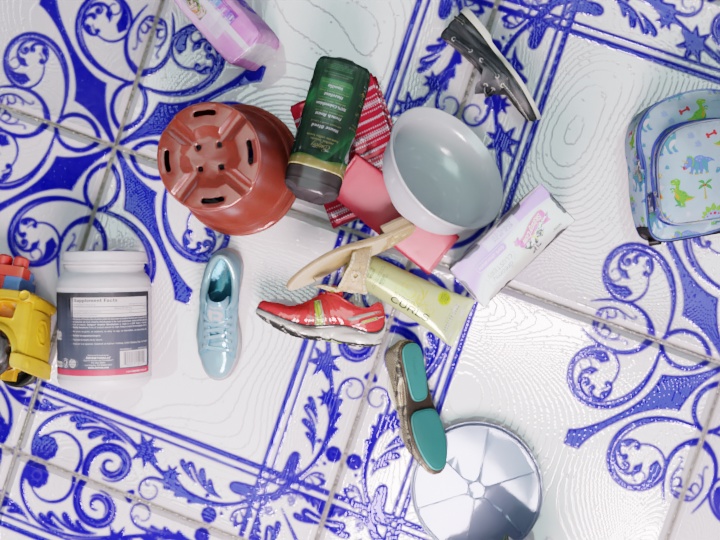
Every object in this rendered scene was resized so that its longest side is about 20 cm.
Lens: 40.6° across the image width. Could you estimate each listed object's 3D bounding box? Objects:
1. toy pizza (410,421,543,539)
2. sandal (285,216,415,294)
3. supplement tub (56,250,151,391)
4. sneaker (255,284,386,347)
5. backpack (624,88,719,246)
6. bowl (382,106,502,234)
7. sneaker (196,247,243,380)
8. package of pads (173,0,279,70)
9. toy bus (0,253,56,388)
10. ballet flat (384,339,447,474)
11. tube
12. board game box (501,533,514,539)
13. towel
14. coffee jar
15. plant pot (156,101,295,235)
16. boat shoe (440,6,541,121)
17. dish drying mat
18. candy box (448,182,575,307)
[{"bbox_3d":[0.173,0.326,1.455,0.197,0.032,0.204,0,91,7],"label":"toy pizza"},{"bbox_3d":[0.001,-0.002,1.393,0.210,0.078,0.070,-28,74,-17],"label":"sandal"},{"bbox_3d":[-0.381,0.073,1.450,0.138,0.140,0.203,0,90,5],"label":"supplement tub"},{"bbox_3d":[-0.058,0.063,1.463,0.197,0.077,0.086,10,80,-2],"label":"sneaker"},{"bbox_3d":[0.471,-0.150,1.368,0.180,0.147,0.203,-9,87,3],"label":"backpack"},{"bbox_3d":[0.103,-0.128,1.407,0.202,0.201,0.090,52,136,3],"label":"bowl"},{"bbox_3d":[-0.218,0.067,1.464,0.073,0.082,0.203,1,90,6],"label":"sneaker"},{"bbox_3d":[-0.214,-0.390,1.442,0.076,0.120,0.200,-43,87,9],"label":"package of pads"},{"bbox_3d":[-0.569,0.072,1.481,0.197,0.136,0.195,3,78,8],"label":"toy bus"},{"bbox_3d":[0.077,0.205,1.444,0.067,0.075,0.203,-4,74,-36],"label":"ballet flat"},{"bbox_3d":[0.068,0.032,1.456,0.198,0.052,0.058,29,131,2],"label":"tube"},{"bbox_3d":[0.174,0.460,1.304,0.104,0.023,0.201,37,102,0],"label":"board game box"},{"bbox_3d":[-0.012,-0.183,1.475,0.143,0.022,0.203,-20,89,6],"label":"towel"},{"bbox_3d":[-0.049,-0.198,1.403,0.084,0.104,0.203,15,84,-2],"label":"coffee jar"},{"bbox_3d":[-0.195,-0.153,1.405,0.198,0.195,0.204,0,91,5],"label":"plant pot"},{"bbox_3d":[0.188,-0.289,1.430,0.066,0.074,0.200,-35,87,7],"label":"boat shoe"},{"bbox_3d":[0.049,-0.085,1.457,0.199,0.018,0.077,39,102,-5],"label":"dish drying mat"},{"bbox_3d":[0.206,-0.034,1.366,0.168,0.200,0.072,-43,87,3],"label":"candy box"}]
